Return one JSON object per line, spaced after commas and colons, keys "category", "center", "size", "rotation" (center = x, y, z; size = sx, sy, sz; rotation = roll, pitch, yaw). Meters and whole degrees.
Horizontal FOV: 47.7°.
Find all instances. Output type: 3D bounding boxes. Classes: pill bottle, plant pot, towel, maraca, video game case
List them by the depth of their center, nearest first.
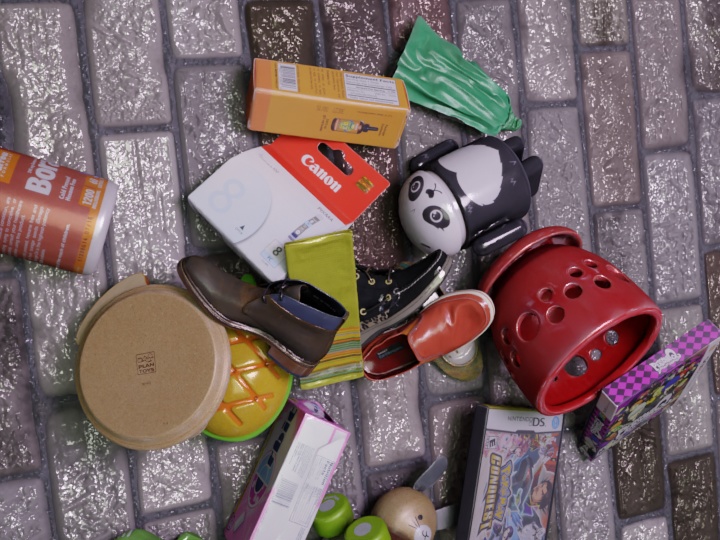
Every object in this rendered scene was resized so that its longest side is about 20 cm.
{"category": "pill bottle", "center": [-0.380, -0.072, 0.902], "size": [0.198, 0.112, 0.114], "rotation": [16, 86, -19]}
{"category": "towel", "center": [-0.041, 0.051, 0.979], "size": [0.085, 0.018, 0.202], "rotation": [-14, 119, -18]}
{"category": "maraca", "center": [-0.144, 0.106, 0.991], "size": [0.135, 0.107, 0.202], "rotation": [18, 77, -6]}
{"category": "plant pot", "center": [0.257, 0.060, 1.064], "size": [0.199, 0.202, 0.183], "rotation": [-28, 55, -16]}
{"category": "video game case", "center": [0.211, 0.290, 1.127], "size": [0.179, 0.025, 0.203], "rotation": [11, 87, -41]}
{"category": "video game case", "center": [0.409, 0.174, 1.160], "size": [0.198, 0.182, 0.036], "rotation": [-28, 57, -17]}

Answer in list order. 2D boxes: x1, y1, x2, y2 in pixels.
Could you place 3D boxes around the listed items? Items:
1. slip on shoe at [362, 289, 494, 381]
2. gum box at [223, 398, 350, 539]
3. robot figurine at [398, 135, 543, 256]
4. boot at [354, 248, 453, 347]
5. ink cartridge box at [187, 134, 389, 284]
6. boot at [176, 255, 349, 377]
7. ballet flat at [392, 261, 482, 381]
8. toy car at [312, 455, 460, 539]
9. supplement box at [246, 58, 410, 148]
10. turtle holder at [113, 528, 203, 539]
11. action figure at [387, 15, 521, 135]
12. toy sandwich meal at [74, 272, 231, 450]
{"category": "slip on shoe", "center": [0.082, 0.089, 1.044], "size": [0.198, 0.061, 0.075], "rotation": [-26, 103, 16]}
{"category": "gum box", "center": [-0.091, 0.260, 1.007], "size": [0.066, 0.113, 0.202], "rotation": [26, 83, -18]}
{"category": "robot figurine", "center": [0.144, -0.101, 1.075], "size": [0.198, 0.150, 0.126], "rotation": [-28, 111, -14]}
{"category": "boot", "center": [-0.001, 0.001, 1.023], "size": [0.203, 0.074, 0.154], "rotation": [-37, 100, 20]}
{"category": "ink cartridge box", "center": [-0.086, -0.096, 1.000], "size": [0.160, 0.047, 0.200], "rotation": [42, 79, 16]}
{"category": "boot", "center": [-0.107, 0.027, 0.922], "size": [0.199, 0.075, 0.097], "rotation": [38, 118, -12]}
{"category": "ballet flat", "center": [0.110, 0.074, 1.100], "size": [0.070, 0.071, 0.201], "rotation": [-39, 103, -14]}
{"category": "toy car", "center": [0.060, 0.340, 1.054], "size": [0.199, 0.157, 0.166], "rotation": [-31, 113, -28]}
{"category": "supplement box", "center": [-0.041, -0.209, 1.024], "size": [0.197, 0.067, 0.069], "rotation": [7, 50, -14]}
{"category": "turtle holder", "center": [-0.226, 0.385, 0.950], "size": [0.185, 0.141, 0.133], "rotation": [35, 81, -18]}
{"category": "action figure", "center": [0.136, -0.242, 1.108], "size": [0.198, 0.055, 0.119], "rotation": [28, 80, -14]}
{"category": "toy sandwich meal", "center": [-0.238, 0.108, 0.937], "size": [0.202, 0.070, 0.208], "rotation": [-2, 76, 7]}
